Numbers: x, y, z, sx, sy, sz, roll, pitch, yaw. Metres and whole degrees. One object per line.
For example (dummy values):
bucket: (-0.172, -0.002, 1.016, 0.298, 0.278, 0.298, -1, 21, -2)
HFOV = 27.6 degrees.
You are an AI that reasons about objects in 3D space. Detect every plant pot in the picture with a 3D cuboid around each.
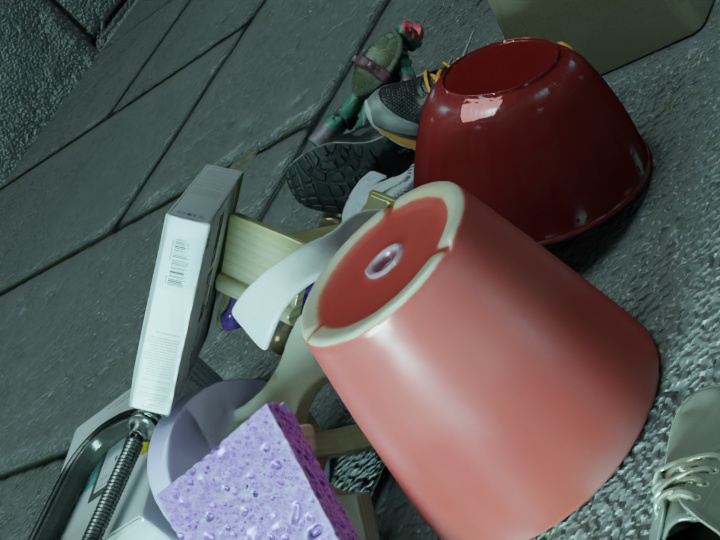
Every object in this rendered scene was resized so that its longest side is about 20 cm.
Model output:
plant pot: (0.068, 0.052, 0.969, 0.200, 0.177, 0.201, -37, 22, 18)
plant pot: (0.211, -0.312, 1.347, 0.199, 0.177, 0.201, -20, 34, 48)

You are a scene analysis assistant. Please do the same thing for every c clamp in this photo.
c clamp: (-0.192, 0.171, 1.063, 0.170, 0.027, 0.201, -36, 25, 36)

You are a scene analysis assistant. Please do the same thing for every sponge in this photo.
sponge: (-0.047, 0.199, 0.943, 0.111, 0.201, 0.030, -38, -20, 22)

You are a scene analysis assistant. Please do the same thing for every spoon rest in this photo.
spoon rest: (0.000, 0.000, 1.059, 0.199, 0.099, 0.061, -20, -34, -42)

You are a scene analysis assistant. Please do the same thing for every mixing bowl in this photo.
mixing bowl: (0.121, -0.113, 1.157, 0.197, 0.109, 0.201, -15, 29, 9)

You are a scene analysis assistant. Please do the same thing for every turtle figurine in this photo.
turtle figurine: (0.031, -0.202, 1.609, 0.201, 0.100, 0.150, -53, 22, -1)

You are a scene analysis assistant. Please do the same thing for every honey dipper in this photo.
honey dipper: (-0.044, 0.003, 1.470, 0.038, 0.038, 0.202, -21, 37, 47)

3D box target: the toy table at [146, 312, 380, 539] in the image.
toy table: (-0.051, 0.131, 1.081, 0.116, 0.186, 0.199, -18, 0, 32)

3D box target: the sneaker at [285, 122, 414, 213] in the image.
sneaker: (0.022, -0.120, 1.493, 0.198, 0.077, 0.088, -18, 18, 16)

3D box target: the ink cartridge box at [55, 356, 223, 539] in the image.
ink cartridge box: (-0.153, 0.202, 1.161, 0.145, 0.147, 0.201, -35, 25, 24)

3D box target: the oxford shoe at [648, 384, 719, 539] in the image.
oxford shoe: (0.184, 0.127, 0.789, 0.075, 0.058, 0.201, -34, 23, 34)

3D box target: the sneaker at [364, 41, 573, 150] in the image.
sneaker: (0.101, -0.158, 1.277, 0.197, 0.078, 0.079, -7, 47, -6)

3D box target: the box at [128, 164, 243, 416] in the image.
box: (-0.130, 0.008, 1.112, 0.200, 0.036, 0.146, -76, 0, -76)

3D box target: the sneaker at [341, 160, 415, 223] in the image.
sneaker: (0.054, -0.077, 1.363, 0.200, 0.075, 0.115, -43, 20, 3)

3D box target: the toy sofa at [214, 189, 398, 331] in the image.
toy sofa: (-0.022, 0.001, 1.183, 0.082, 0.199, 0.099, 22, 110, 33)
